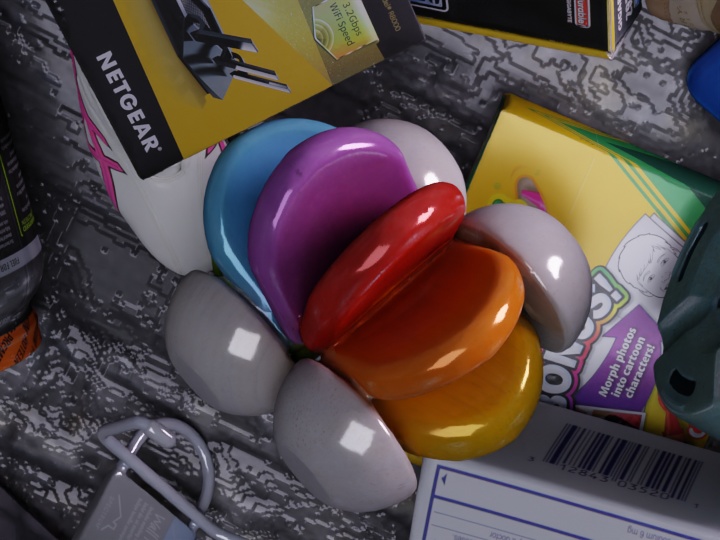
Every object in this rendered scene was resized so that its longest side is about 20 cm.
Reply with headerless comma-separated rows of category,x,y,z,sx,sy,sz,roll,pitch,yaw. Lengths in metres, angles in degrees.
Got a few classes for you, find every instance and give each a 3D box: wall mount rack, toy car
wall mount rack,-0.094,0.178,1.143,0.174,0.201,0.074,42,145,-26
toy car,0.000,0.000,1.023,0.175,0.200,0.150,-42,146,-16

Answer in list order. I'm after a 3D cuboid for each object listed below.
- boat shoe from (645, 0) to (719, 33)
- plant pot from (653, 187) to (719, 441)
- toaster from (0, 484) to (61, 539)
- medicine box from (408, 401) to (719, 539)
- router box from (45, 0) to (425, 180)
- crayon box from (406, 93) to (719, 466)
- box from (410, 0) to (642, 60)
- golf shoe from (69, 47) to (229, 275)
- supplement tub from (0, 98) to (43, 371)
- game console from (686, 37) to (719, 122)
boat shoe,0.193,-0.218,1.063,0.064,0.071,0.201,18,87,41
plant pot,0.262,0.039,1.035,0.195,0.200,0.201,25,106,-16
toaster,-0.267,0.196,1.189,0.181,0.119,0.200,-43,100,14
medicine box,0.114,0.188,1.095,0.181,0.103,0.201,15,110,14
router box,-0.080,-0.165,1.004,0.157,0.052,0.201,-27,118,0
crayon box,0.116,0.031,1.148,0.172,0.058,0.201,22,106,-3
box,0.052,-0.208,1.022,0.159,0.049,0.201,15,136,23
golf shoe,-0.116,-0.085,1.113,0.072,0.092,0.201,-15,106,7
supplement tub,-0.238,-0.043,1.116,0.122,0.123,0.201,-12,104,7
game console,0.305,-0.112,1.117,0.200,0.118,0.171,39,74,-9
